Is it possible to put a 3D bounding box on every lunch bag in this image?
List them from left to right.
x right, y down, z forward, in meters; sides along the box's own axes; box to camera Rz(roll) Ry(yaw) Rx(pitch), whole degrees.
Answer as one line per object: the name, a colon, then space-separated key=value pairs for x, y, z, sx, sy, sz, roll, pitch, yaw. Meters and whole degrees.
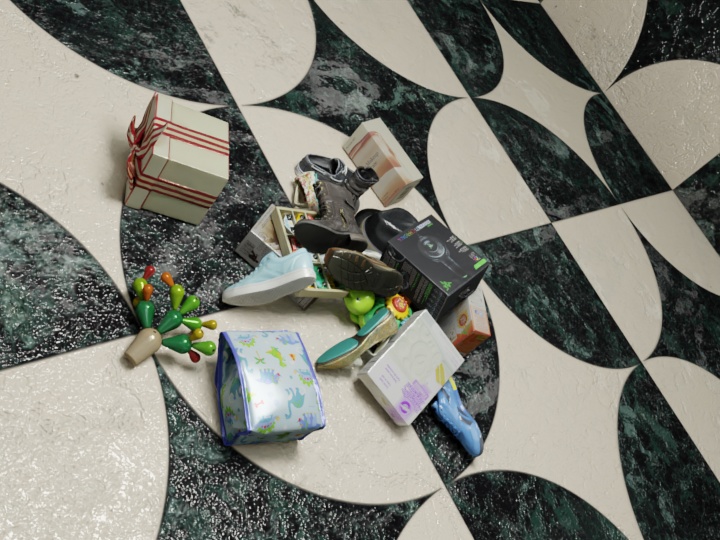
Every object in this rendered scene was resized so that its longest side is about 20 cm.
lunch bag: x=-0.172 y=0.208 z=1.437 sx=0.167 sy=0.127 sz=0.205 roll=4 pitch=65 yaw=-37

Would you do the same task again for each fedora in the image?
fedora: x=0.082 y=-0.096 z=1.919 sx=0.197 sy=0.092 sz=0.204 roll=23 pitch=45 yaw=-25

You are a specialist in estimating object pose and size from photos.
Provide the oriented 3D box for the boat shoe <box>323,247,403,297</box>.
boat shoe: x=0.000 y=0.000 z=1.649 sx=0.198 sy=0.077 sz=0.074 roll=24 pitch=12 yaw=-37

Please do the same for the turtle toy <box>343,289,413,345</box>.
turtle toy: x=0.043 y=0.091 z=1.731 sx=0.197 sy=0.101 sz=0.148 roll=20 pitch=47 yaw=-28

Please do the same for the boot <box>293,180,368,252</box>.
boot: x=-0.076 y=-0.122 z=1.676 sx=0.197 sy=0.069 sz=0.177 roll=14 pitch=44 yaw=-39

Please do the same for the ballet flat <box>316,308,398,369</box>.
ballet flat: x=0.000 y=0.159 z=1.630 sx=0.198 sy=0.071 sz=0.071 roll=-36 pitch=82 yaw=-18

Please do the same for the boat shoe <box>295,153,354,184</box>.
boat shoe: x=-0.063 y=-0.243 z=1.933 sx=0.196 sy=0.068 sz=0.073 roll=14 pitch=50 yaw=-33

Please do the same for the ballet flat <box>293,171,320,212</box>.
ballet flat: x=-0.121 y=-0.145 z=1.820 sx=0.062 sy=0.076 sz=0.203 roll=-6 pitch=52 yaw=-7

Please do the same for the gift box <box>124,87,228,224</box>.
gift box: x=-0.371 y=-0.235 z=1.570 sx=0.183 sy=0.201 sz=0.188 roll=15 pitch=44 yaw=-29

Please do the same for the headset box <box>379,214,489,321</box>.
headset box: x=0.167 y=-0.003 z=1.760 sx=0.200 sy=0.094 sz=0.173 roll=42 pitch=46 yaw=20

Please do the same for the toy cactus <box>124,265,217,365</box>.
toy cactus: x=-0.357 y=0.102 z=1.409 sx=0.200 sy=0.102 sz=0.165 roll=47 pitch=59 yaw=-3

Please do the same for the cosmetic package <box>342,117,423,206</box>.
cosmetic package: x=0.057 y=-0.282 z=2.042 sx=0.087 sy=0.103 sz=0.202 roll=-24 pitch=74 yaw=-48

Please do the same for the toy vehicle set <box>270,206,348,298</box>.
toy vehicle set: x=-0.106 y=-0.037 z=1.639 sx=0.122 sy=0.026 sz=0.204 roll=4 pitch=56 yaw=-40

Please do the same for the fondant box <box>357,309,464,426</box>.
fondant box: x=0.108 y=0.205 z=1.658 sx=0.200 sy=0.058 sz=0.145 roll=-44 pitch=100 yaw=-24

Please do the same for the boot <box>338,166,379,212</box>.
boot: x=-0.006 y=-0.187 z=1.853 sx=0.071 sy=0.131 sz=0.200 roll=55 pitch=17 yaw=3

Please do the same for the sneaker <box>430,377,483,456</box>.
sneaker: x=0.196 y=0.320 z=1.715 sx=0.077 sy=0.066 sz=0.203 roll=-15 pitch=68 yaw=-33

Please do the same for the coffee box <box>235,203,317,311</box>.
coffee box: x=-0.152 y=-0.028 z=1.675 sx=0.199 sy=0.080 sz=0.114 roll=40 pitch=40 yaw=-8

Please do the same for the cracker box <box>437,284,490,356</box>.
cracker box: x=0.233 y=0.096 z=1.865 sx=0.057 sy=0.134 sz=0.204 roll=17 pitch=49 yaw=-28

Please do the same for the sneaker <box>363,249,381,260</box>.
sneaker: x=-0.006 y=-0.007 z=1.803 sx=0.197 sy=0.077 sz=0.086 roll=30 pitch=52 yaw=-7

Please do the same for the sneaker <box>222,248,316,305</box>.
sneaker: x=-0.183 y=0.011 z=1.552 sx=0.074 sy=0.195 sz=0.084 roll=59 pitch=17 yaw=-64
